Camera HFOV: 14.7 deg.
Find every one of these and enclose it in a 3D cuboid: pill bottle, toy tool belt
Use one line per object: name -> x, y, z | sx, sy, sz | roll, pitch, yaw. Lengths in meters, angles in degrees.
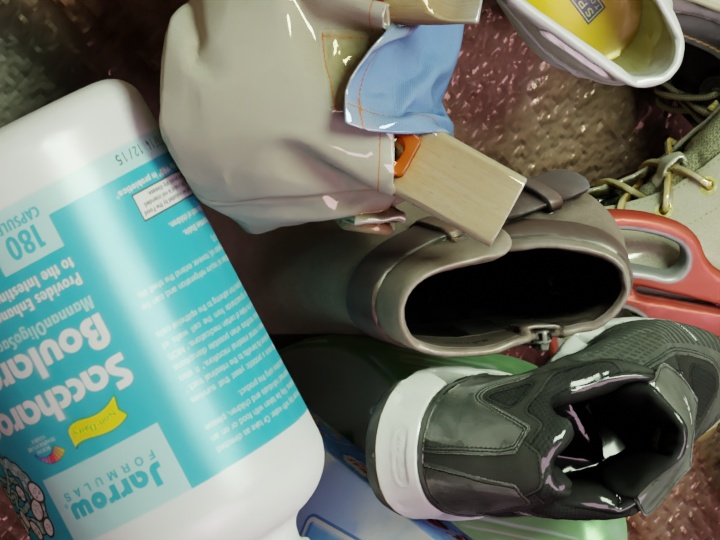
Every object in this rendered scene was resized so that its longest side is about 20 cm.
pill bottle -> -0.084, 0.042, 0.997 | 0.111, 0.111, 0.201 | -30, 93, -25
toy tool belt -> 0.007, -0.110, 0.993 | 0.125, 0.122, 0.201 | 29, 65, -72

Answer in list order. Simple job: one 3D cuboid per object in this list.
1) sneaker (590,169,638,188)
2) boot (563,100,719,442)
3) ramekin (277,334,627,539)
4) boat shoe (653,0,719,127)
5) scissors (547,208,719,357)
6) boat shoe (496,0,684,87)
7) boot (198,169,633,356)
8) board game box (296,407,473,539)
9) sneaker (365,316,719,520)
sneaker -> 0.121, 0.020, 1.281 | 0.200, 0.076, 0.116 | -43, 111, 6
boot -> 0.120, -0.033, 1.179 | 0.200, 0.072, 0.155 | 33, 108, -24
ramekin -> 0.004, 0.122, 1.137 | 0.097, 0.200, 0.201 | 17, 103, -39
boat shoe -> 0.169, -0.090, 1.236 | 0.199, 0.074, 0.074 | 15, 107, -43
scissors -> 0.167, 0.013, 1.166 | 0.199, 0.014, 0.074 | 4, 113, -12
boat shoe -> 0.061, -0.137, 1.075 | 0.075, 0.086, 0.202 | -46, 122, -6
boot -> 0.000, 0.000, 1.050 | 0.199, 0.146, 0.071 | -14, 107, -13
board game box -> -0.050, 0.126, 1.081 | 0.037, 0.200, 0.152 | 21, 100, -45
sneaker -> 0.096, 0.059, 1.037 | 0.200, 0.090, 0.067 | -10, 101, -49
